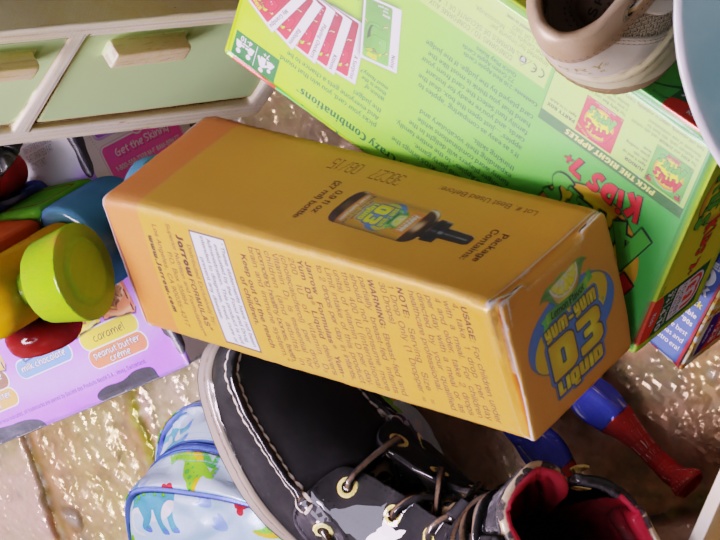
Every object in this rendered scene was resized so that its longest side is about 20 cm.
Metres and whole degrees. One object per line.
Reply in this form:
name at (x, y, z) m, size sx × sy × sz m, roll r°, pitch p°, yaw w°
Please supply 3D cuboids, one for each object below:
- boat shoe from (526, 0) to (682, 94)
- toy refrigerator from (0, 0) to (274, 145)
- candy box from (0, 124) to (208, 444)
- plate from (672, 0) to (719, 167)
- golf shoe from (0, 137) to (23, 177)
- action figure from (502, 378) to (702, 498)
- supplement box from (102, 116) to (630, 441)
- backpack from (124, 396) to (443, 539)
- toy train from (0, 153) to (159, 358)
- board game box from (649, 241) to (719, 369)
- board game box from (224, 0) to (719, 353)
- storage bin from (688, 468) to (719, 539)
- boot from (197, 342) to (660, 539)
boat shoe at (0.111, -0.157, 0.945) m, size 0.071 × 0.064 × 0.201 m, roll 20°, pitch 88°, yaw 20°
toy refrigerator at (-0.113, -0.096, 1.115) m, size 0.076 × 0.199 × 0.070 m, roll -51°, pitch 59°, yaw 41°
candy box at (-0.152, -0.037, 1.271) m, size 0.167 × 0.071 × 0.201 m, roll -22°, pitch 97°, yaw 43°
plate at (0.201, -0.091, 0.935) m, size 0.199 × 0.026 × 0.202 m, roll 0°, pitch 109°, yaw 1°
golf shoe at (-0.201, -0.074, 1.185) m, size 0.200 × 0.077 × 0.095 m, roll 49°, pitch 130°, yaw 41°
action figure at (0.044, 0.025, 1.126) m, size 0.065 × 0.099 × 0.200 m, roll -44°, pitch 77°, yaw 7°
supplement box at (0.000, 0.000, 1.048) m, size 0.199 × 0.066 × 0.069 m, roll 14°, pitch 132°, yaw 42°
backpack at (-0.020, 0.137, 1.218) m, size 0.163 × 0.153 × 0.202 m, roll 11°, pitch 106°, yaw 42°
toy train at (-0.147, 0.012, 1.111) m, size 0.115 × 0.200 × 0.085 m, roll -12°, pitch 103°, yaw 35°
board game box at (0.109, -0.086, 1.051) m, size 0.151 × 0.046 × 0.201 m, roll 40°, pitch 131°, yaw 17°
board game box at (0.049, -0.072, 1.038) m, size 0.200 × 0.048 × 0.102 m, roll 37°, pitch 135°, yaw 19°
storage bin at (0.211, 0.161, 1.059) m, size 0.198 × 0.094 × 0.201 m, roll 35°, pitch 129°, yaw 21°
boot at (0.032, 0.092, 1.075) m, size 0.201 × 0.073 × 0.150 m, roll 56°, pitch 154°, yaw -6°
